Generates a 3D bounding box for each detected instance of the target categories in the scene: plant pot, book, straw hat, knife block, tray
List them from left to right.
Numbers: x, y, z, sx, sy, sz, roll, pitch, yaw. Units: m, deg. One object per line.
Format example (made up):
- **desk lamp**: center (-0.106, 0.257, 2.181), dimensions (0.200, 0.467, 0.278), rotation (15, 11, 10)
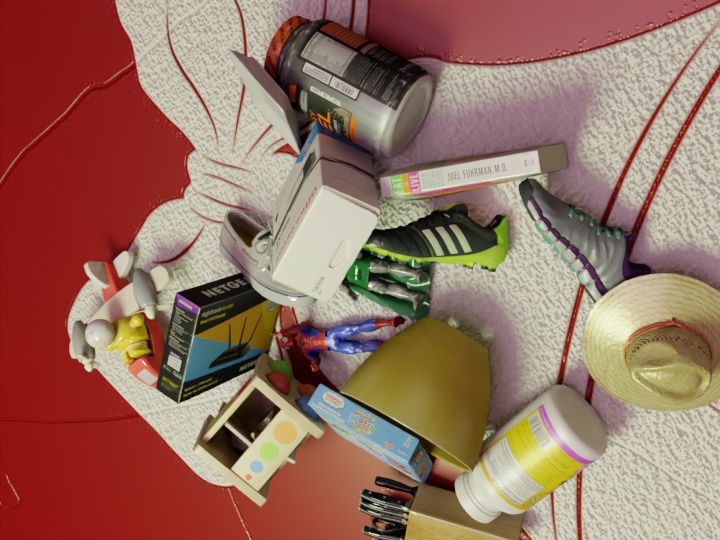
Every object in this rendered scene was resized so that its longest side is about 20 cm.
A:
- **tray**: center (-0.115, -0.220, 1.177), dimensions (0.022, 0.200, 0.108), rotation (-40, 82, -3)
- **plant pot**: center (0.092, 0.148, 1.170), dimensions (0.198, 0.200, 0.143), rotation (28, 78, 17)
- **knife block**: center (0.102, 0.338, 1.249), dimensions (0.199, 0.064, 0.176), rotation (-33, 101, 30)
- **book**: center (0.139, -0.118, 1.092), dimensions (0.197, 0.133, 0.049), rotation (-7, 96, 27)
- **straw hat**: center (0.356, 0.107, 1.039), dimensions (0.198, 0.085, 0.204), rotation (6, 118, 11)

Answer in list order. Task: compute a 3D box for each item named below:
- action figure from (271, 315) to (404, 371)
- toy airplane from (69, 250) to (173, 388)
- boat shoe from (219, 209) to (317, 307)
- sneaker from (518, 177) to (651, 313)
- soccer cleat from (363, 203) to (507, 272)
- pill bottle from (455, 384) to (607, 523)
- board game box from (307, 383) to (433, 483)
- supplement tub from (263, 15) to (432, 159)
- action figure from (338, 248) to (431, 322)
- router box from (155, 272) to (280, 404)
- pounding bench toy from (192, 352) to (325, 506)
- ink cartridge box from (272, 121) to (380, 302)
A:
- **action figure**: center (-0.042, 0.104, 1.266), dimensions (0.197, 0.099, 0.066), rotation (-6, 100, 30)
- **toy airplane**: center (-0.376, 0.071, 1.396), dimensions (0.197, 0.141, 0.203), rotation (16, 110, 23)
- **boat shoe**: center (-0.128, -0.030, 1.260), dimensions (0.201, 0.074, 0.087), rotation (39, 135, 38)
- **sneaker**: center (0.274, -0.046, 1.081), dimensions (0.087, 0.075, 0.201), rotation (-37, 102, 18)
- **soccer cleat**: center (0.094, -0.046, 1.134), dimensions (0.197, 0.067, 0.082), rotation (4, 95, -17)
- **pill bottle**: center (0.214, 0.244, 1.167), dimensions (0.105, 0.104, 0.200), rotation (49, 119, 7)
- **board game box**: center (0.019, 0.224, 1.217), dimensions (0.150, 0.200, 0.037), rotation (27, 75, 18)
- **supplement tub**: center (-0.017, -0.238, 1.146), dimensions (0.199, 0.122, 0.124), rotation (31, 115, 17)
- **action figure**: center (0.000, 0.000, 1.242), dimensions (0.198, 0.055, 0.120), rotation (15, 113, 27)
- **router box**: center (-0.194, 0.086, 1.274), dimensions (0.051, 0.199, 0.151), rotation (26, 113, 23)
- **pounding bench toy**: center (-0.135, 0.208, 1.313), dimensions (0.124, 0.200, 0.156), rotation (40, 96, -8)
- **ink cartridge box**: center (-0.048, -0.080, 1.154), dimensions (0.083, 0.201, 0.146), rotation (22, 117, -18)
